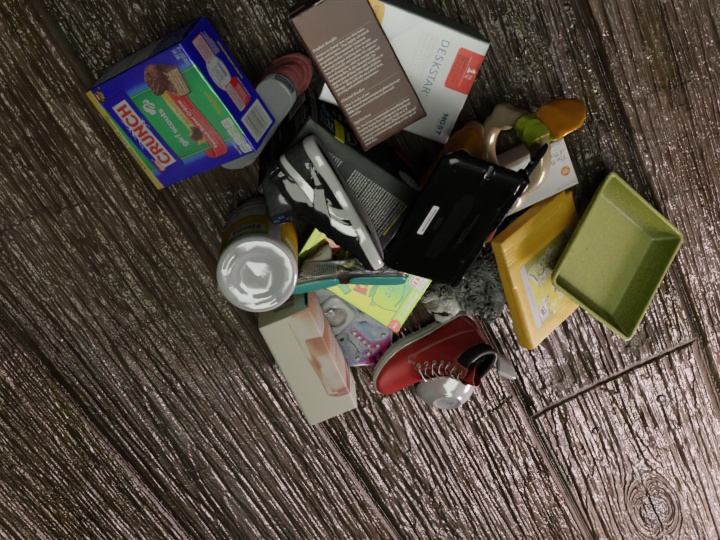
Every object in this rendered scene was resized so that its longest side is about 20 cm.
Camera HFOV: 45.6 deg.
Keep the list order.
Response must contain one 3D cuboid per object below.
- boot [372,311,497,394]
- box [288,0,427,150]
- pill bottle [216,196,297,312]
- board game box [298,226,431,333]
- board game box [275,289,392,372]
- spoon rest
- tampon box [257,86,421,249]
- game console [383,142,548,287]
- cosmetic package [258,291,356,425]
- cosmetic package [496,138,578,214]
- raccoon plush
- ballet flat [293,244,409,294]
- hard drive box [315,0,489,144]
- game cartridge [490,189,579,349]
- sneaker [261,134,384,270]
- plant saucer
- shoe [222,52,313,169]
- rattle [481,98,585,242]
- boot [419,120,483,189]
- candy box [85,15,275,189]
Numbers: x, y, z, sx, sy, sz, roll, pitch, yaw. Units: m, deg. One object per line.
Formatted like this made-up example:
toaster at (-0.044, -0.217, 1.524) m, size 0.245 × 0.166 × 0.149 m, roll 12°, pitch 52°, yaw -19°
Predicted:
boot at (0.119, 0.161, 1.383) m, size 0.199 × 0.145 × 0.073 m, roll -34°, pitch 126°, yaw 3°
box at (-0.003, -0.271, 1.116) m, size 0.099 × 0.075 × 0.201 m, roll -27°, pitch 119°, yaw 8°
pill bottle at (-0.144, -0.033, 1.228) m, size 0.109 × 0.200 × 0.112 m, roll -2°, pitch 114°, yaw -3°
board game box at (0.000, 0.000, 1.327) m, size 0.199 × 0.048 × 0.102 m, roll 33°, pitch 96°, yaw -13°
board game box at (-0.042, 0.077, 1.401) m, size 0.197 × 0.026 × 0.202 m, roll -2°, pitch 117°, yaw -7°
spoon rest at (0.176, 0.182, 1.441) m, size 0.099 × 0.061 × 0.199 m, roll 24°, pitch 143°, yaw -30°
tampon box at (-0.030, -0.138, 1.221) m, size 0.199 × 0.150 × 0.127 m, roll 32°, pitch 111°, yaw -21°
game console at (0.140, -0.088, 1.143) m, size 0.174 × 0.117 × 0.201 m, roll 15°, pitch 132°, yaw -18°
cosmetic package at (-0.082, 0.128, 1.350) m, size 0.086 × 0.104 × 0.202 m, roll -21°, pitch 119°, yaw 5°
cosmetic package at (0.226, -0.132, 1.315) m, size 0.198 × 0.051 × 0.083 m, roll -25°, pitch 118°, yaw 6°
raccoon plush at (0.172, -0.006, 1.374) m, size 0.132 × 0.097 × 0.202 m, roll 18°, pitch 87°, yaw -3°
ballet flat at (-0.028, -0.006, 1.272) m, size 0.197 × 0.072 × 0.073 m, roll -5°, pitch 118°, yaw -6°
hard drive box at (0.055, -0.289, 1.198) m, size 0.198 × 0.077 × 0.157 m, roll 16°, pitch 115°, yaw -15°
game cartridge at (0.291, -0.005, 1.349) m, size 0.176 × 0.032 × 0.202 m, roll -37°, pitch 124°, yaw -27°
sneaker at (-0.057, -0.070, 1.135) m, size 0.111 × 0.073 × 0.201 m, roll -27°, pitch 110°, yaw 13°
plant saucer at (0.397, -0.022, 1.360) m, size 0.199 × 0.048 × 0.201 m, roll 33°, pitch 84°, yaw -27°
shoe at (-0.138, -0.224, 1.211) m, size 0.071 × 0.091 × 0.200 m, roll 41°, pitch 136°, yaw -11°
rattle at (0.236, -0.151, 1.264) m, size 0.129 × 0.143 × 0.202 m, roll 22°, pitch 126°, yaw 24°
boot at (0.112, -0.111, 1.209) m, size 0.070 × 0.144 × 0.203 m, roll 27°, pitch 123°, yaw 4°
candy box at (-0.242, -0.218, 1.147) m, size 0.198 × 0.077 × 0.170 m, roll -13°, pitch 124°, yaw 37°
